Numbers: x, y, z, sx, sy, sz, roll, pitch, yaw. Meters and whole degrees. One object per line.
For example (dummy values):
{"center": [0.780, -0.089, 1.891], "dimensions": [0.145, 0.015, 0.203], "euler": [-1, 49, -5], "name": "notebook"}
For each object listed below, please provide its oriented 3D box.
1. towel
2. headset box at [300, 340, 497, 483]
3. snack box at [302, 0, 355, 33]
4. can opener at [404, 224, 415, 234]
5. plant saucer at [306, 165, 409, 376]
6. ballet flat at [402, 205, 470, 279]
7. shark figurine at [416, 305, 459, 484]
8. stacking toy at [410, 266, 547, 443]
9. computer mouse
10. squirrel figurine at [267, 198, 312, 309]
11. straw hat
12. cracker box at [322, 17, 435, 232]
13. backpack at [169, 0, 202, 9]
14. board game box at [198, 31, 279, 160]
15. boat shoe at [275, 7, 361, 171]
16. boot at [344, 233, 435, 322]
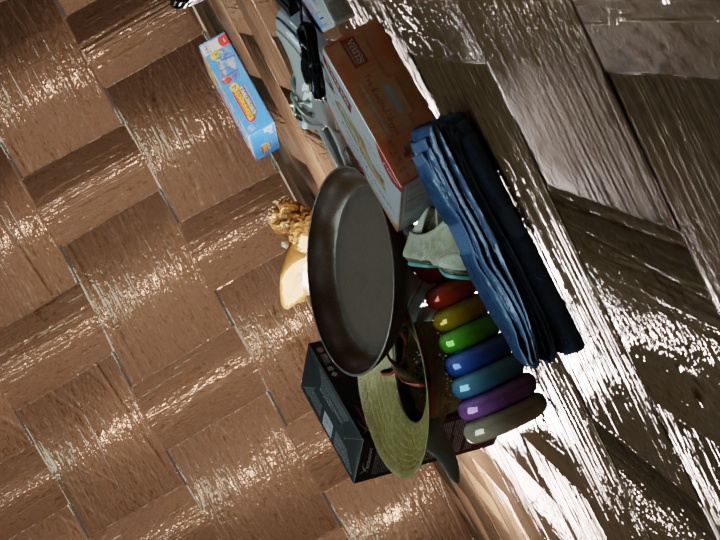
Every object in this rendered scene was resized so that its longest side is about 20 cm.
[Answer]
{"center": [0.096, -0.022, 1.247], "dimensions": [0.202, 0.048, 0.112], "euler": [62, 177, -5], "name": "towel"}
{"center": [0.055, 0.134, 1.819], "dimensions": [0.149, 0.198, 0.076], "euler": [58, 149, 38], "name": "headset box"}
{"center": [-0.043, -0.258, 1.541], "dimensions": [0.072, 0.024, 0.200], "euler": [62, 176, -8], "name": "snack box"}
{"center": [0.059, -0.012, 1.865], "dimensions": [0.200, 0.053, 0.068], "euler": [115, 158, -85], "name": "can opener"}
{"center": [0.000, 0.000, 1.599], "dimensions": [0.200, 0.032, 0.203], "euler": [14, 105, 63], "name": "plant saucer"}
{"center": [0.080, -0.030, 1.427], "dimensions": [0.200, 0.067, 0.063], "euler": [-161, 70, -79], "name": "ballet flat"}
{"center": [0.101, 0.102, 1.725], "dimensions": [0.089, 0.129, 0.216], "euler": [21, -141, -20], "name": "shark figurine"}
{"center": [0.099, 0.055, 1.550], "dimensions": [0.085, 0.085, 0.202], "euler": [127, 119, -85], "name": "stacking toy"}
{"center": [-0.064, -0.227, 1.452], "dimensions": [0.059, 0.034, 0.202], "euler": [89, 167, -52], "name": "computer mouse"}
{"center": [-0.094, -0.043, 3.056], "dimensions": [0.187, 0.140, 0.202], "euler": [-100, -2, -70], "name": "squirrel figurine"}
{"center": [0.066, 0.097, 1.631], "dimensions": [0.201, 0.084, 0.204], "euler": [172, 90, -69], "name": "straw hat"}
{"center": [0.023, -0.120, 1.427], "dimensions": [0.135, 0.057, 0.200], "euler": [61, 175, 9], "name": "cracker box"}
{"center": [-0.171, -0.366, 1.513], "dimensions": [0.201, 0.153, 0.176], "euler": [52, 174, -1], "name": "backpack"}
{"center": [-0.225, -0.324, 3.105], "dimensions": [0.197, 0.055, 0.200], "euler": [61, 176, 9], "name": "board game box"}
{"center": [-0.034, -0.161, 1.599], "dimensions": [0.201, 0.067, 0.074], "euler": [54, 175, -27], "name": "boat shoe"}
{"center": [0.017, 0.014, 1.726], "dimensions": [0.201, 0.094, 0.074], "euler": [114, 160, -58], "name": "boot"}
